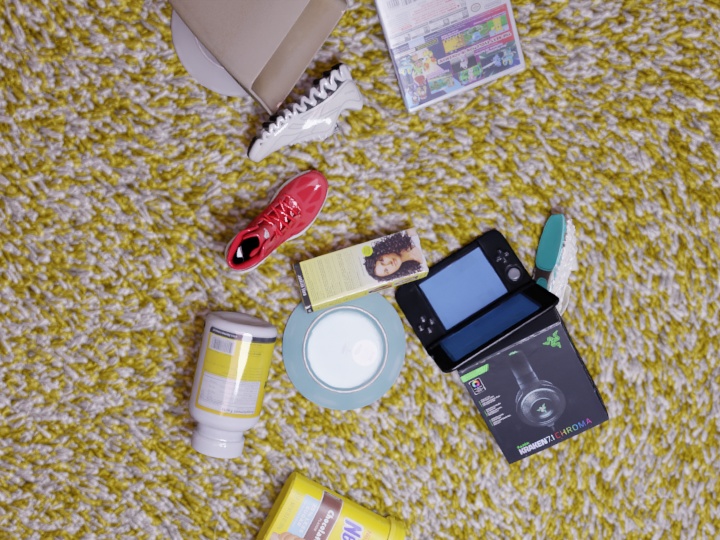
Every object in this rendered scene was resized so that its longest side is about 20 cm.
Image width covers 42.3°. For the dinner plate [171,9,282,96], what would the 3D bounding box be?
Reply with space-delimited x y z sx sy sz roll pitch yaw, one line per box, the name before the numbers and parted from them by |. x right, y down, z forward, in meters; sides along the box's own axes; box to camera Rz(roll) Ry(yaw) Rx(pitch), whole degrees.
dinner plate | -0.182 -0.361 1.380 0.196 0.024 0.204 -1 98 -7

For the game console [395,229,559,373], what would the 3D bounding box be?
game console | 0.168 0.040 1.388 0.198 0.117 0.177 -31 71 -2

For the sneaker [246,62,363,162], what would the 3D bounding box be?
sneaker | -0.082 -0.220 1.386 0.199 0.075 0.081 -38 108 0

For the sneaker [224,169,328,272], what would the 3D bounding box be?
sneaker | -0.120 -0.067 1.373 0.078 0.116 0.200 42 91 -9

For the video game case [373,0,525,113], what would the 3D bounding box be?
video game case | 0.135 -0.357 1.392 0.197 0.023 0.184 -22 115 -4

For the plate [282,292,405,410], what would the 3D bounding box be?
plate | -0.024 0.122 1.452 0.196 0.026 0.204 -1 96 -6

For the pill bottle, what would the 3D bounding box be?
pill bottle | -0.196 0.171 1.394 0.110 0.112 0.203 12 96 -8

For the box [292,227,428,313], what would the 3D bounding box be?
box | 0.000 0.000 1.419 0.197 0.050 0.076 -18 79 -3

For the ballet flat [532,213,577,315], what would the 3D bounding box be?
ballet flat | 0.306 0.009 1.462 0.071 0.072 0.203 12 100 -8

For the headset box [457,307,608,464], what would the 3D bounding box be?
headset box | 0.255 0.162 1.418 0.172 0.093 0.202 -26 110 12

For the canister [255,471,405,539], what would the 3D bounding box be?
canister | -0.050 0.422 1.454 0.198 0.087 0.150 28 93 -7

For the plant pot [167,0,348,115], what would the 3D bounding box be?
plant pot | -0.148 -0.363 1.282 0.176 0.200 0.201 36 91 3
